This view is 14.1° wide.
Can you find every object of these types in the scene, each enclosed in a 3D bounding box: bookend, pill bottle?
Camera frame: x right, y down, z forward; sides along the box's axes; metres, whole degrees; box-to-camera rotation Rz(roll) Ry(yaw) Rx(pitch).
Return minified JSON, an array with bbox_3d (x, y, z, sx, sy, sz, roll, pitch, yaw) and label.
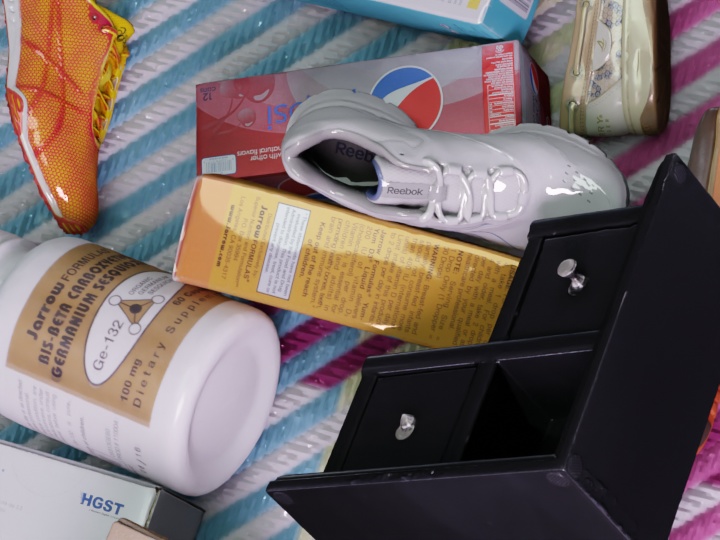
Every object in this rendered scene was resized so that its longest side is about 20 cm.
[{"bbox_3d":[0.082,0.055,1.530,0.198,0.092,0.200,-7,48,41],"label":"bookend"},{"bbox_3d":[-0.157,0.044,1.685,0.200,0.114,0.115,21,82,24],"label":"pill bottle"}]

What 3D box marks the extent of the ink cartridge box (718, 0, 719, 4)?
[{"bbox_3d":[0.223,-0.244,1.617,0.083,0.147,0.201,-12,72,15],"label":"ink cartridge box"}]

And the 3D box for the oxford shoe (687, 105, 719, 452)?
[{"bbox_3d":[0.170,-0.001,1.608,0.073,0.071,0.201,9,78,27],"label":"oxford shoe"}]

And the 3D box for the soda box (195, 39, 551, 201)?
[{"bbox_3d":[0.008,-0.082,1.688,0.199,0.070,0.064,-6,73,18],"label":"soda box"}]

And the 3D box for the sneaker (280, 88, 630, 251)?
[{"bbox_3d":[0.047,-0.045,1.594,0.199,0.087,0.075,9,106,11],"label":"sneaker"}]

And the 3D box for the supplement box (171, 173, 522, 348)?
[{"bbox_3d":[0.000,0.000,1.635,0.199,0.067,0.069,13,93,6],"label":"supplement box"}]

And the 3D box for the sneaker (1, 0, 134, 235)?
[{"bbox_3d":[-0.174,-0.120,1.766,0.077,0.073,0.201,-9,74,7],"label":"sneaker"}]

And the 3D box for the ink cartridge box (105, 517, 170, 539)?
[{"bbox_3d":[-0.114,0.252,1.582,0.075,0.165,0.200,22,83,24],"label":"ink cartridge box"}]

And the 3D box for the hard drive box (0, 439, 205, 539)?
[{"bbox_3d":[-0.198,0.205,1.674,0.155,0.077,0.201,15,80,23],"label":"hard drive box"}]

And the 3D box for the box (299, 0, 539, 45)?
[{"bbox_3d":[0.016,-0.190,1.704,0.200,0.049,0.082,17,83,36],"label":"box"}]

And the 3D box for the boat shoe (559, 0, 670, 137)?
[{"bbox_3d":[0.141,-0.174,1.666,0.062,0.073,0.201,-4,74,16],"label":"boat shoe"}]
